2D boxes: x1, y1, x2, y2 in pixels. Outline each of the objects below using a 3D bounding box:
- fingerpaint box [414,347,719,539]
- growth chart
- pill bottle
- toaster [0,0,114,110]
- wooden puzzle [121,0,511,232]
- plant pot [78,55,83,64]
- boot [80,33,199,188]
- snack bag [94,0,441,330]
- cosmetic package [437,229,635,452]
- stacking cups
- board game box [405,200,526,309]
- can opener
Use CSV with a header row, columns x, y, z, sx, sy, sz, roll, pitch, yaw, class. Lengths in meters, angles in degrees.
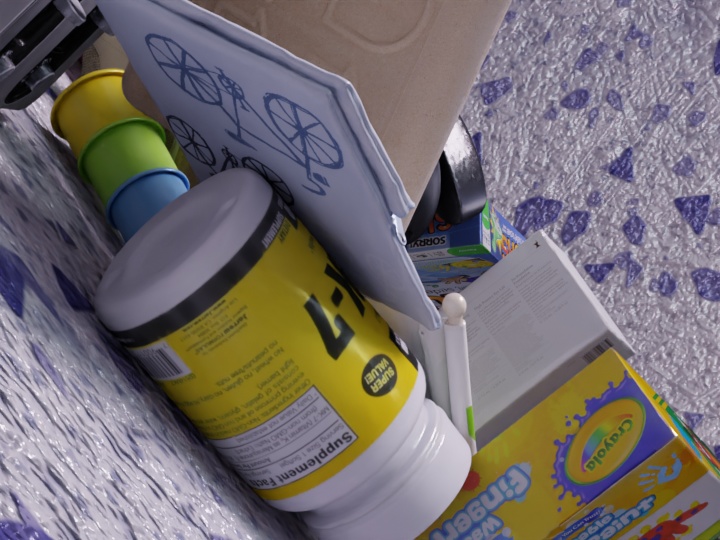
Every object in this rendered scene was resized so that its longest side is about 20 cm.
x,y,z,sx,sy,sz,roll,pitch,yaw,class
0.109,0.156,1.421,0.073,0.200,0.167,56,9,35,fingerpaint box
-0.011,0.032,1.433,0.200,0.018,0.145,24,-51,35,growth chart
-0.037,0.054,1.343,0.200,0.114,0.114,50,8,-20,pill bottle
-0.220,-0.191,1.363,0.200,0.119,0.181,53,7,4,toaster
-0.020,-0.131,1.400,0.200,0.186,0.046,33,17,27,wooden puzzle
-0.100,-0.170,1.788,0.200,0.199,0.179,59,-5,44,plant pot
-0.105,-0.131,1.564,0.073,0.201,0.156,0,39,-33,boot
-0.042,-0.061,1.314,0.188,0.021,0.200,28,-24,38,snack bag
0.055,0.073,1.478,0.083,0.200,0.051,57,10,31,cosmetic package
-0.117,-0.030,1.468,0.060,0.060,0.200,42,14,-55,stacking cups
0.000,0.000,1.541,0.135,0.199,0.035,37,49,-62,board game box
-0.002,-0.107,1.446,0.078,0.063,0.201,-16,74,-51,can opener
